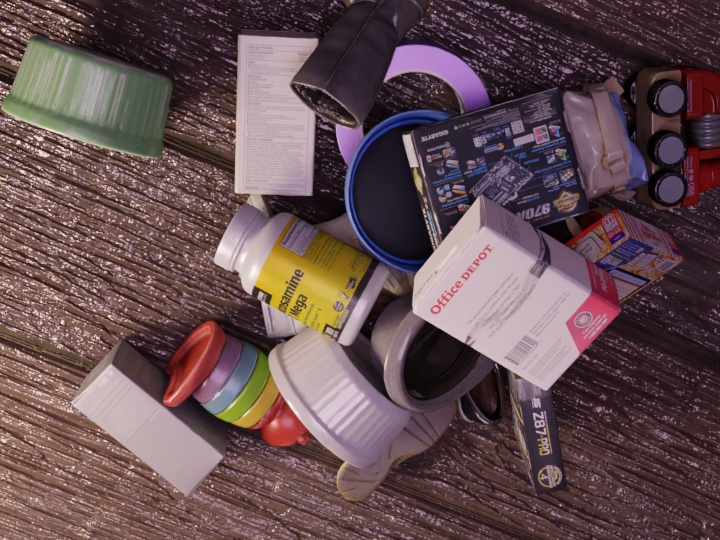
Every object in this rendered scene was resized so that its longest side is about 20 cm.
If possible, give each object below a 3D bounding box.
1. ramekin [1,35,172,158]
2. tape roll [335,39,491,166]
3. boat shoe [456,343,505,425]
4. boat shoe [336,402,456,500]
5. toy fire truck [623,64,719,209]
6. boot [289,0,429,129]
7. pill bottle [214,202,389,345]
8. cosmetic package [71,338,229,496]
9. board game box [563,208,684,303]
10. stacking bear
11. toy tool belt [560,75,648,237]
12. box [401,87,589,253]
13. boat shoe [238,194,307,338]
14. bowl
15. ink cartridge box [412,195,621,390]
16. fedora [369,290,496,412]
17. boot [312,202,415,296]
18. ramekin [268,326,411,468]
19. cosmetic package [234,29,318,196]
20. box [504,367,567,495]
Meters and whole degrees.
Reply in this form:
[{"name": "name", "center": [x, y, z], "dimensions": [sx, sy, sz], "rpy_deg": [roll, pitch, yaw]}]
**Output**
[{"name": "ramekin", "center": [-0.324, -0.213, 1.581], "dimensions": [0.199, 0.200, 0.098], "rpy_deg": [17, 97, -7]}, {"name": "tape roll", "center": [0.067, -0.191, 1.666], "dimensions": [0.199, 0.066, 0.201], "rpy_deg": [0, 106, -1]}, {"name": "boat shoe", "center": [0.151, 0.110, 1.744], "dimensions": [0.071, 0.068, 0.201], "rpy_deg": [-15, 96, -12]}, {"name": "boat shoe", "center": [0.047, 0.233, 1.794], "dimensions": [0.073, 0.063, 0.201], "rpy_deg": [44, 94, -8]}, {"name": "toy fire truck", "center": [0.454, -0.174, 1.666], "dimensions": [0.199, 0.129, 0.177], "rpy_deg": [-7, 106, -12]}, {"name": "boot", "center": [-0.029, -0.290, 1.576], "dimensions": [0.181, 0.073, 0.200], "rpy_deg": [33, 73, 5]}, {"name": "pill bottle", "center": [-0.074, 0.000, 1.609], "dimensions": [0.199, 0.112, 0.113], "rpy_deg": [28, 103, 2]}, {"name": "cosmetic package", "center": [-0.275, 0.195, 1.740], "dimensions": [0.090, 0.107, 0.200], "rpy_deg": [-44, 101, 9]}, {"name": "board game box", "center": [0.285, 0.011, 1.637], "dimensions": [0.200, 0.046, 0.151], "rpy_deg": [-37, 148, 26]}, {"name": "stacking bear", "center": [-0.149, 0.165, 1.740], "dimensions": [0.200, 0.122, 0.114], "rpy_deg": [36, 109, -21]}, {"name": "toy tool belt", "center": [0.314, -0.142, 1.655], "dimensions": [0.122, 0.125, 0.201], "rpy_deg": [-19, 90, -27]}, {"name": "box", "center": [0.166, -0.120, 1.588], "dimensions": [0.199, 0.046, 0.160], "rpy_deg": [-18, 98, -12]}, {"name": "boat shoe", "center": [-0.126, -0.002, 1.708], "dimensions": [0.071, 0.070, 0.202], "rpy_deg": [-16, 107, 1]}, {"name": "bowl", "center": [0.073, -0.097, 1.610], "dimensions": [0.199, 0.039, 0.202], "rpy_deg": [-1, 93, -17]}, {"name": "ink cartridge box", "center": [0.180, 0.027, 1.531], "dimensions": [0.199, 0.085, 0.145], "rpy_deg": [30, 118, -15]}, {"name": "fedora", "center": [0.087, 0.084, 1.658], "dimensions": [0.200, 0.090, 0.178], "rpy_deg": [-32, 130, -29]}, {"name": "boot", "center": [0.000, 0.000, 1.711], "dimensions": [0.154, 0.072, 0.200], "rpy_deg": [-18, 129, 17]}, {"name": "ramekin", "center": [-0.018, 0.150, 1.685], "dimensions": [0.094, 0.202, 0.202], "rpy_deg": [-43, 103, 13]}, {"name": "cosmetic package", "center": [-0.106, -0.200, 1.652], "dimensions": [0.103, 0.073, 0.201], "rpy_deg": [3, 105, -3]}, {"name": "box", "center": [0.222, 0.176, 1.705], "dimensions": [0.049, 0.200, 0.162], "rpy_deg": [-12, 105, 3]}]
